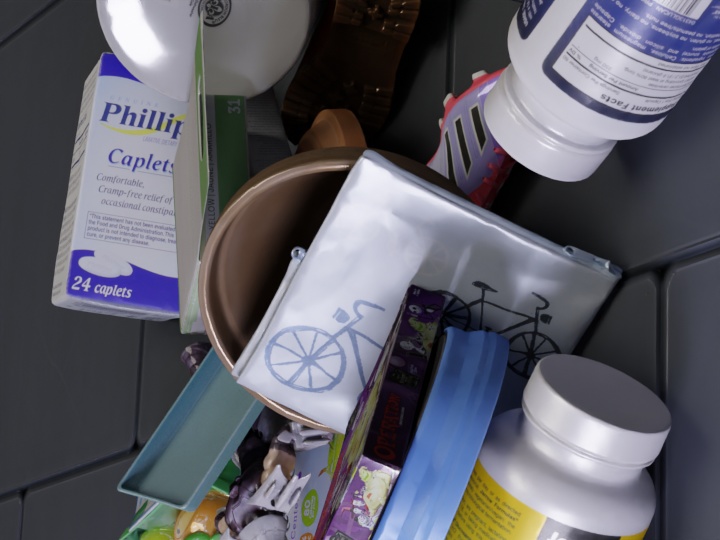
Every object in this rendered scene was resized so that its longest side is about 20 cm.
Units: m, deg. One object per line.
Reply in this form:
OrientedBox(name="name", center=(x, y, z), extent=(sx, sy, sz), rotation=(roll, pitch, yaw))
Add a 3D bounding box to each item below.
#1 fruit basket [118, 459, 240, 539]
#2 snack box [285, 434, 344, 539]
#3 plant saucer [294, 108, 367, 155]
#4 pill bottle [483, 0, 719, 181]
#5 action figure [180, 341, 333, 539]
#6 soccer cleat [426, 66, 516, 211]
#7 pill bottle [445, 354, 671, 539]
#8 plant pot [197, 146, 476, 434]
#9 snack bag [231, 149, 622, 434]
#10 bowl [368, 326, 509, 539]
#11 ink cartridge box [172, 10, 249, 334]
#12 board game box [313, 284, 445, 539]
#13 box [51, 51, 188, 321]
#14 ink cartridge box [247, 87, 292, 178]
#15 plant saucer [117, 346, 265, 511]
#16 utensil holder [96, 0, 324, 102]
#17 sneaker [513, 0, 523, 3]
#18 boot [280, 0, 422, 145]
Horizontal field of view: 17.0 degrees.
OrientedBox(name="fruit basket", center=(-0.135, 0.225, 1.796), extent=(0.185, 0.094, 0.200), rotation=(-45, 17, 47))
OrientedBox(name="snack box", center=(-0.018, 0.204, 1.661), extent=(0.169, 0.068, 0.200), rotation=(-16, 65, 59))
OrientedBox(name="plant saucer", center=(-0.026, -0.017, 1.731), extent=(0.200, 0.032, 0.200), rotation=(-179, 90, -76))
OrientedBox(name="pill bottle", center=(0.156, -0.149, 1.422), extent=(0.200, 0.111, 0.111), rotation=(-55, 37, 37))
OrientedBox(name="action figure", center=(-0.067, 0.121, 1.647), extent=(0.130, 0.069, 0.200), rotation=(-43, 41, 33))
OrientedBox(name="soccer cleat", center=(0.073, -0.060, 1.603), extent=(0.200, 0.067, 0.077), rotation=(-50, 56, 43))
OrientedBox(name="pill bottle", center=(0.104, 0.155, 1.409), extent=(0.200, 0.112, 0.112), rotation=(-67, 31, 22))
OrientedBox(name="plant pot", center=(0.000, 0.000, 1.566), extent=(0.093, 0.201, 0.201), rotation=(-74, 10, -61))
OrientedBox(name="snack bag", center=(0.039, 0.033, 1.513), extent=(0.021, 0.188, 0.200), rotation=(-73, 9, -60))
OrientedBox(name="bowl", center=(0.033, 0.126, 1.437), extent=(0.201, 0.039, 0.201), rotation=(-157, 90, -89))
OrientedBox(name="ink cartridge box", center=(-0.099, -0.065, 1.672), extent=(0.200, 0.048, 0.146), rotation=(110, 159, -57))
OrientedBox(name="board game box", center=(0.007, 0.105, 1.431), extent=(0.200, 0.032, 0.120), rotation=(-72, 0, -61))
OrientedBox(name="box", center=(-0.184, -0.064, 1.969), extent=(0.184, 0.105, 0.200), rotation=(168, 110, -79))
OrientedBox(name="ink cartridge box", center=(-0.080, -0.017, 1.805), extent=(0.200, 0.043, 0.196), rotation=(-107, 20, -47))
OrientedBox(name="plant saucer", center=(-0.085, 0.078, 1.625), extent=(0.070, 0.019, 0.200), rotation=(10, 59, 43))
OrientedBox(name="utensil holder", center=(-0.099, -0.233, 1.786), extent=(0.200, 0.170, 0.170), rotation=(-78, 14, -61))
OrientedBox(name="sneaker", center=(0.097, -0.280, 1.624), extent=(0.200, 0.078, 0.140), rotation=(48, 121, 45))
OrientedBox(name="boot", center=(0.001, -0.176, 1.775), extent=(0.107, 0.075, 0.200), rotation=(-81, 14, -48))
